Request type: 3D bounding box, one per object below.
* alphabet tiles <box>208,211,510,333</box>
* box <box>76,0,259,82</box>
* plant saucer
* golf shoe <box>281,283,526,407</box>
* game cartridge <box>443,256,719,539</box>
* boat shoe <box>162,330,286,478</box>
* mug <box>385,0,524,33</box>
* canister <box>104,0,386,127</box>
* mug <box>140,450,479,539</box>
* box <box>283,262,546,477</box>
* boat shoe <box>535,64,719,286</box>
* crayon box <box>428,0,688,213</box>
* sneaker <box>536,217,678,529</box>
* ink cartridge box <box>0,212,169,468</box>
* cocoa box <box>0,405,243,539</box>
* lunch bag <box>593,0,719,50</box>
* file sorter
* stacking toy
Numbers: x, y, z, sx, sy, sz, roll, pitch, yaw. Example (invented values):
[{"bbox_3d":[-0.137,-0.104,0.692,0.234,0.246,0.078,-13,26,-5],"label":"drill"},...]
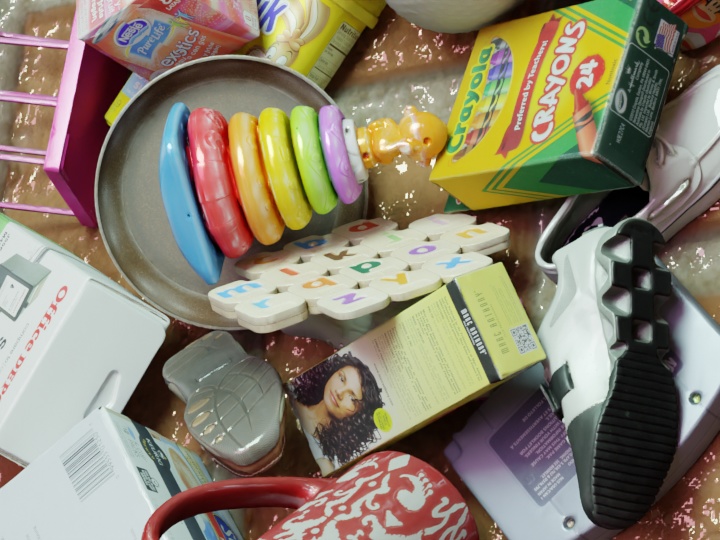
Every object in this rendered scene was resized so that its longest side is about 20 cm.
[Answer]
[{"bbox_3d":[0.000,0.000,1.718,0.195,0.199,0.015,22,127,62],"label":"alphabet tiles"},{"bbox_3d":[-0.148,-0.249,1.851,0.094,0.102,0.201,-30,50,31],"label":"box"},{"bbox_3d":[-0.094,-0.058,1.827,0.198,0.032,0.202,-1,101,-3],"label":"plant saucer"},{"bbox_3d":[0.019,0.050,1.754,0.199,0.075,0.092,1,76,34],"label":"golf shoe"},{"bbox_3d":[0.161,0.098,1.668,0.200,0.041,0.133,-45,51,10],"label":"game cartridge"},{"bbox_3d":[-0.083,0.104,1.757,0.075,0.072,0.200,-28,21,-3],"label":"boat shoe"},{"bbox_3d":[0.043,-0.244,1.758,0.198,0.176,0.149,-5,72,-4],"label":"mug"},{"bbox_3d":[-0.089,-0.160,1.895,0.148,0.086,0.201,36,94,37],"label":"canister"},{"bbox_3d":[-0.031,0.195,1.625,0.133,0.200,0.178,-28,96,48],"label":"mug"},{"bbox_3d":[0.033,0.069,1.674,0.200,0.050,0.076,-34,78,45],"label":"box"},{"bbox_3d":[0.194,-0.067,1.690,0.200,0.066,0.072,-45,55,11],"label":"boat shoe"},{"bbox_3d":[0.123,-0.112,1.717,0.199,0.051,0.128,-9,57,51],"label":"crayon box"},{"bbox_3d":[0.154,0.072,1.627,0.088,0.074,0.202,-14,65,47],"label":"sneaker"},{"bbox_3d":[-0.247,0.055,1.876,0.146,0.084,0.200,-60,34,-2],"label":"ink cartridge box"},{"bbox_3d":[-0.156,0.224,1.759,0.133,0.131,0.201,-40,56,13],"label":"cocoa box"},{"bbox_3d":[0.218,-0.258,1.745,0.176,0.082,0.201,-39,54,19],"label":"lunch bag"},{"bbox_3d":[-0.258,-0.156,1.942,0.124,0.139,0.202,7,74,9],"label":"file sorter"},{"bbox_3d":[-0.036,-0.076,1.744,0.198,0.117,0.110,-15,18,7],"label":"stacking toy"}]
